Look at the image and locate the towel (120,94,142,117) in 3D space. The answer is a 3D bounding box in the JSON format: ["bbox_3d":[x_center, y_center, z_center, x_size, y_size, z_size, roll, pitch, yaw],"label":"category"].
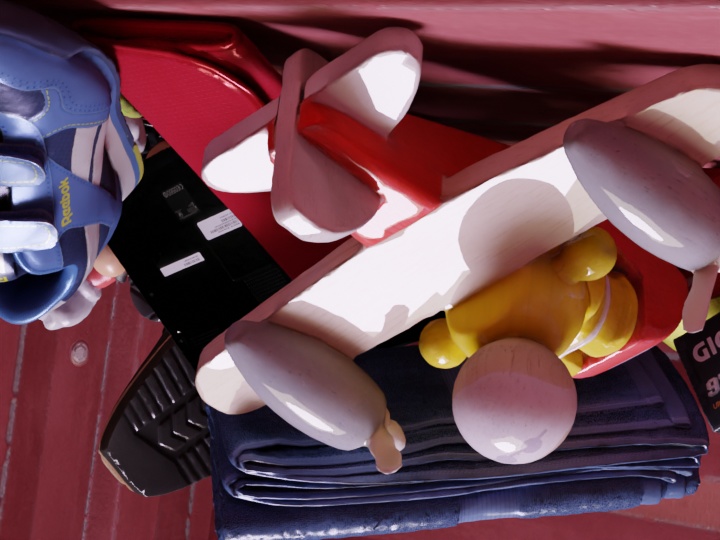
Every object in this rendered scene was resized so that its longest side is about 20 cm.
[{"bbox_3d":[-0.204,-0.092,1.008,0.199,0.023,0.144,7,177,15],"label":"towel"}]

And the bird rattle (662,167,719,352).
[{"bbox_3d":[0.193,-0.019,1.047,0.162,0.113,0.200,-5,162,14],"label":"bird rattle"}]

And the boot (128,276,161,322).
[{"bbox_3d":[-0.030,-0.011,1.415,0.199,0.070,0.132,-12,169,19],"label":"boot"}]

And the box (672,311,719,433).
[{"bbox_3d":[0.251,0.019,0.998,0.159,0.046,0.199,-34,154,31],"label":"box"}]

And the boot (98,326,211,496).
[{"bbox_3d":[-0.088,0.031,1.265,0.138,0.200,0.078,10,138,52],"label":"boot"}]

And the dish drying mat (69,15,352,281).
[{"bbox_3d":[-0.034,-0.037,0.923,0.076,0.018,0.200,7,156,31],"label":"dish drying mat"}]

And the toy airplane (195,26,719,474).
[{"bbox_3d":[0.039,-0.001,0.846,0.198,0.142,0.200,-8,156,-7],"label":"toy airplane"}]

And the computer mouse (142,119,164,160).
[{"bbox_3d":[-0.142,-0.058,1.367,0.140,0.046,0.200,6,178,20],"label":"computer mouse"}]

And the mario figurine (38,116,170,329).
[{"bbox_3d":[-0.144,-0.030,1.203,0.199,0.106,0.123,15,165,36],"label":"mario figurine"}]

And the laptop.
[{"bbox_3d":[0.000,0.000,1.093,0.177,0.200,0.103,-23,-164,48],"label":"laptop"}]

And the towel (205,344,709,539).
[{"bbox_3d":[0.035,0.062,0.973,0.199,0.049,0.112,-6,-157,-6],"label":"towel"}]

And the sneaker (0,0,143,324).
[{"bbox_3d":[-0.132,-0.042,0.880,0.074,0.083,0.200,20,163,16],"label":"sneaker"}]
